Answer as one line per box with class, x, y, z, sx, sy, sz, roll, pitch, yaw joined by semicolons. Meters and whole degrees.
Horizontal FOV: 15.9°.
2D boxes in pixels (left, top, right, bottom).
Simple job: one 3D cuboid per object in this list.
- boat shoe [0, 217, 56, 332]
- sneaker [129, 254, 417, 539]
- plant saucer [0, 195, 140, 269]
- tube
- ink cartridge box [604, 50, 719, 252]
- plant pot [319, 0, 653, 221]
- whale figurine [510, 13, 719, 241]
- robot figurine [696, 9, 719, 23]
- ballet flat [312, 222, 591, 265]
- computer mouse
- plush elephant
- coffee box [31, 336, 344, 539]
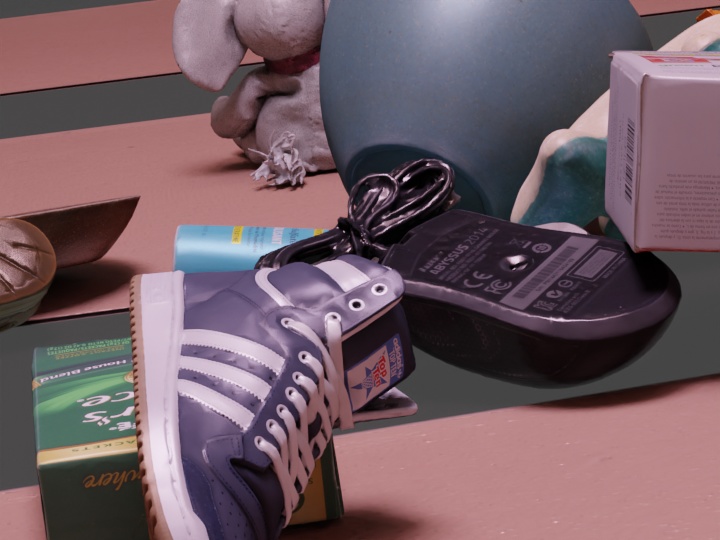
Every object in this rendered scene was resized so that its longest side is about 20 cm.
boat shoe;-0.264;0.022;1.387;0.199;0.072;0.065;-12;-26;-23
sneaker;-0.028;0.058;0.954;0.108;0.070;0.200;-7;34;-3
plant saucer;-0.226;-0.012;1.519;0.200;0.037;0.200;-9;4;1
tube;0.000;0.000;1.389;0.199;0.051;0.077;-1;20;2
ink cartridge box;0.221;-0.058;1.225;0.199;0.084;0.176;2;9;0
plant pot;0.056;-0.091;1.496;0.200;0.200;0.135;1;49;32
whale figurine;0.177;-0.060;1.414;0.200;0.159;0.104;-23;62;-37
robot figurine;0.275;-0.112;1.576;0.199;0.058;0.145;2;-22;-29
ballet flat;0.032;0.018;1.303;0.199;0.057;0.067;-6;46;18
computer mouse;0.063;0.012;1.215;0.200;0.053;0.138;17;36;36
plush elephant;-0.042;-0.154;1.842;0.164;0.155;0.200;-3;12;15
coffee box;-0.079;0.067;1.101;0.123;0.044;0.200;-7;13;-5
